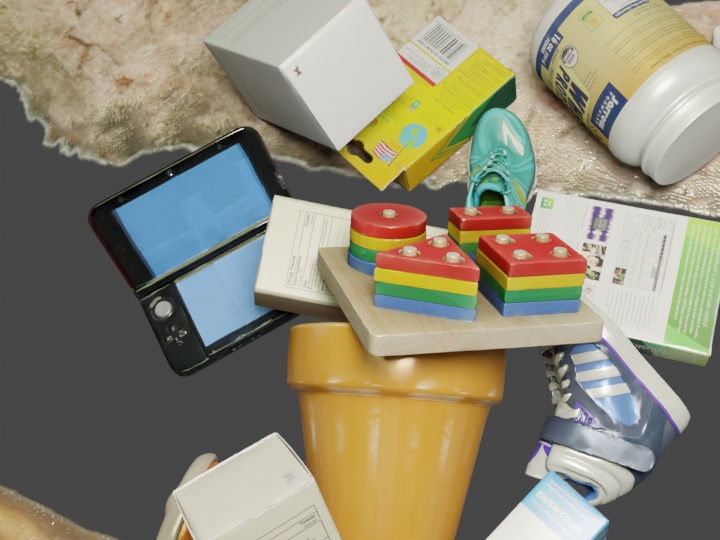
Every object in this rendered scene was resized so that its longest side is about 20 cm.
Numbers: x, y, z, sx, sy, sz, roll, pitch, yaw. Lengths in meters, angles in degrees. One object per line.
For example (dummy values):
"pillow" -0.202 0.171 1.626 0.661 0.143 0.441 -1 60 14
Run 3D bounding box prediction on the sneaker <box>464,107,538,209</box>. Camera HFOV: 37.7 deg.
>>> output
"sneaker" 0.144 -0.086 1.096 0.077 0.080 0.200 2 65 11

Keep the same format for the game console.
"game console" -0.151 -0.018 1.097 0.200 0.119 0.172 -29 63 -3

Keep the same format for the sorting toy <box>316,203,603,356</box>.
"sorting toy" 0.080 -0.005 0.913 0.198 0.070 0.200 -3 22 -15

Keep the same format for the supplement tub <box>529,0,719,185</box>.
"supplement tub" 0.286 -0.199 1.087 0.144 0.144 0.200 -34 63 -6

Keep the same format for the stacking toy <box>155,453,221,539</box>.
"stacking toy" -0.086 0.265 0.962 0.200 0.146 0.146 20 70 2

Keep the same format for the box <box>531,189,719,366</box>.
"box" 0.259 0.005 1.058 0.200 0.036 0.145 12 68 17

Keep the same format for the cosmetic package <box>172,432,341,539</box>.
"cosmetic package" -0.061 0.247 0.852 0.103 0.200 0.087 -27 28 -15

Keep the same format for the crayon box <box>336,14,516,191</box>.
"crayon box" 0.059 -0.178 1.171 0.200 0.051 0.127 -40 64 -10

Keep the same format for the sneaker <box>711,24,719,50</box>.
"sneaker" 0.452 -0.307 1.152 0.081 0.075 0.200 24 71 29

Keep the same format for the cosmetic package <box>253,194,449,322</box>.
"cosmetic package" 0.000 0.000 1.052 0.200 0.071 0.105 13 74 -2

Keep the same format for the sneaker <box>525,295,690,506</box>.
"sneaker" 0.190 0.119 0.974 0.146 0.081 0.200 -42 84 -8

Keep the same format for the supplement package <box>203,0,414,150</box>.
"supplement package" -0.060 -0.225 1.134 0.117 0.117 0.200 -42 34 -11

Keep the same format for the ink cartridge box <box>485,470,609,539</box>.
"ink cartridge box" 0.122 0.277 0.909 0.200 0.115 0.068 -44 65 -11

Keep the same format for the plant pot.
"plant pot" 0.027 0.151 0.956 0.200 0.200 0.184 3 81 12
